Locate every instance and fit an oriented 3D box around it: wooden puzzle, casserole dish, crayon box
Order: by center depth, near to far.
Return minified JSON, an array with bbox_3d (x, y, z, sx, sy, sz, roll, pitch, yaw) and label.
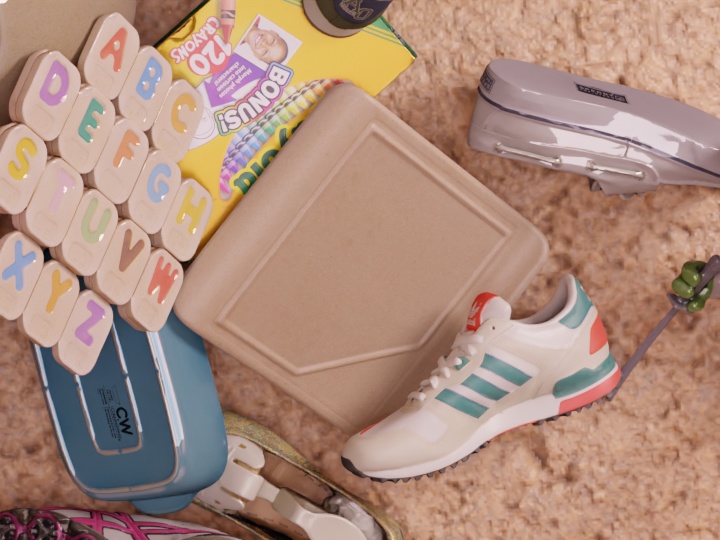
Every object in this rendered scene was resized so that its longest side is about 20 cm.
[{"bbox_3d":[-0.157,0.066,1.746,0.121,0.039,0.200,-9,100,30],"label":"casserole dish"},{"bbox_3d":[-0.077,-0.115,1.746,0.200,0.058,0.119,-42,99,2],"label":"crayon box"},{"bbox_3d":[0.000,0.000,1.756,0.200,0.037,0.185,36,93,-31],"label":"wooden puzzle"}]

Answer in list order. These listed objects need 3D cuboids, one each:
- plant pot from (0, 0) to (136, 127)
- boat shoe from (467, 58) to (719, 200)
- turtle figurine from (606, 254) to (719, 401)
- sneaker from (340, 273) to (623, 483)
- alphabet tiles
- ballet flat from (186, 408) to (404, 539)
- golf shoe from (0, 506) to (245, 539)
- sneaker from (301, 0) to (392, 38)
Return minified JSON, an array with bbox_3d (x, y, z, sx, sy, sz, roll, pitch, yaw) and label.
[{"bbox_3d":[-0.244,-0.158,1.622,0.200,0.134,0.200,2,109,6],"label":"plant pot"},{"bbox_3d":[0.167,-0.079,1.766,0.200,0.072,0.066,13,114,-14],"label":"boat shoe"},{"bbox_3d":[0.266,0.023,1.730,0.200,0.144,0.194,-16,126,-9],"label":"turtle figurine"},{"bbox_3d":[0.070,0.066,1.763,0.200,0.070,0.093,-21,104,-15],"label":"sneaker"},{"bbox_3d":[-0.156,-0.045,1.631,0.015,0.200,0.196,10,69,34],"label":"alphabet tiles"},{"bbox_3d":[-0.057,0.147,1.779,0.200,0.071,0.071,31,94,-7],"label":"ballet flat"},{"bbox_3d":[-0.152,0.195,1.774,0.200,0.092,0.073,9,97,18],"label":"golf shoe"},{"bbox_3d":[0.023,-0.241,1.676,0.067,0.090,0.200,20,84,-13],"label":"sneaker"}]
